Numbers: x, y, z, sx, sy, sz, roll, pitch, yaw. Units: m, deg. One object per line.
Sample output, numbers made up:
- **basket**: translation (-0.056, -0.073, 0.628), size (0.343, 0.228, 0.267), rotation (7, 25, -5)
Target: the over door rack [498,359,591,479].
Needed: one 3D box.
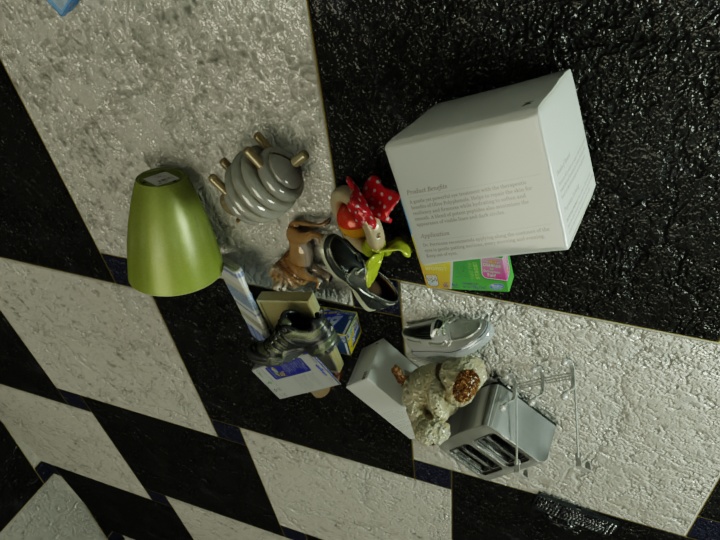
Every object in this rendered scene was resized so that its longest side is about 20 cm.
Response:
- **over door rack**: translation (0.337, 0.276, 1.198), size (0.066, 0.202, 0.147), rotation (17, 152, -39)

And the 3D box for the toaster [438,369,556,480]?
- **toaster**: translation (0.278, 0.333, 1.346), size (0.199, 0.119, 0.181), rotation (37, 138, -11)

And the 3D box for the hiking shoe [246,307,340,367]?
- **hiking shoe**: translation (-0.140, 0.120, 1.246), size (0.198, 0.076, 0.102), rotation (-14, 111, 20)

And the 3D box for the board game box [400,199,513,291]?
- **board game box**: translation (0.162, -0.053, 1.065), size (0.151, 0.041, 0.201), rotation (2, 133, 27)

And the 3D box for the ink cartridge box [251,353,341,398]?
- **ink cartridge box**: translation (-0.130, 0.210, 1.343), size (0.199, 0.039, 0.100), rotation (-20, 119, 41)

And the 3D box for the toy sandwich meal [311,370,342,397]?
- **toy sandwich meal**: translation (-0.140, 0.214, 1.484), size (0.203, 0.071, 0.206), rotation (15, 138, 14)

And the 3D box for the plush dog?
- **plush dog**: translation (0.167, 0.220, 1.256), size (0.171, 0.200, 0.161), rotation (-31, 91, 20)

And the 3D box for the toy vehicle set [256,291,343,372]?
- **toy vehicle set**: translation (-0.120, 0.127, 1.308), size (0.123, 0.027, 0.201), rotation (1, 130, 27)

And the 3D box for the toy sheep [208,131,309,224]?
- **toy sheep**: translation (-0.163, -0.149, 1.077), size (0.199, 0.139, 0.138), rotation (-25, 119, 36)

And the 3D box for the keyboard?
- **keyboard**: translation (0.515, 0.608, 1.566), size (0.198, 0.040, 0.105), rotation (18, 138, 12)

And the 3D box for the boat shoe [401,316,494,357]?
- **boat shoe**: translation (0.157, 0.123, 1.225), size (0.199, 0.074, 0.067), rotation (-22, 121, 42)

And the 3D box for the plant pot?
- **plant pot**: translation (-0.365, -0.086, 1.232), size (0.185, 0.187, 0.202), rotation (12, 122, 17)

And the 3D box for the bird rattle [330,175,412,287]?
- **bird rattle**: translation (-0.002, -0.078, 1.070), size (0.163, 0.113, 0.201), rotation (34, 160, 44)

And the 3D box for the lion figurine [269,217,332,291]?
- **lion figurine**: translation (-0.113, -0.036, 1.222), size (0.122, 0.072, 0.202), rotation (27, 127, 20)

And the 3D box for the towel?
- **towel**: translation (-0.235, 0.068, 1.341), size (0.147, 0.024, 0.202), rotation (22, 138, 60)

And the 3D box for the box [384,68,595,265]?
- **box**: translation (0.174, -0.132, 0.829), size (0.197, 0.200, 0.173), rotation (-6, 115, 33)

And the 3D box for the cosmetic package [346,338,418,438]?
- **cosmetic package**: translation (0.078, 0.254, 1.378), size (0.200, 0.113, 0.081), rotation (41, 137, -14)

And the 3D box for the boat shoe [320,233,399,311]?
- **boat shoe**: translation (0.000, 0.000, 1.183), size (0.067, 0.072, 0.200), rotation (-6, 138, 41)

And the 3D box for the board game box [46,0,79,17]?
- **board game box**: translation (-0.481, -0.502, 0.947), size (0.150, 0.037, 0.200), rotation (-22, 120, 41)

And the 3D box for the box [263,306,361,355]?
- **box**: translation (-0.102, 0.118, 1.364), size (0.198, 0.070, 0.065), rotation (7, 135, 22)
